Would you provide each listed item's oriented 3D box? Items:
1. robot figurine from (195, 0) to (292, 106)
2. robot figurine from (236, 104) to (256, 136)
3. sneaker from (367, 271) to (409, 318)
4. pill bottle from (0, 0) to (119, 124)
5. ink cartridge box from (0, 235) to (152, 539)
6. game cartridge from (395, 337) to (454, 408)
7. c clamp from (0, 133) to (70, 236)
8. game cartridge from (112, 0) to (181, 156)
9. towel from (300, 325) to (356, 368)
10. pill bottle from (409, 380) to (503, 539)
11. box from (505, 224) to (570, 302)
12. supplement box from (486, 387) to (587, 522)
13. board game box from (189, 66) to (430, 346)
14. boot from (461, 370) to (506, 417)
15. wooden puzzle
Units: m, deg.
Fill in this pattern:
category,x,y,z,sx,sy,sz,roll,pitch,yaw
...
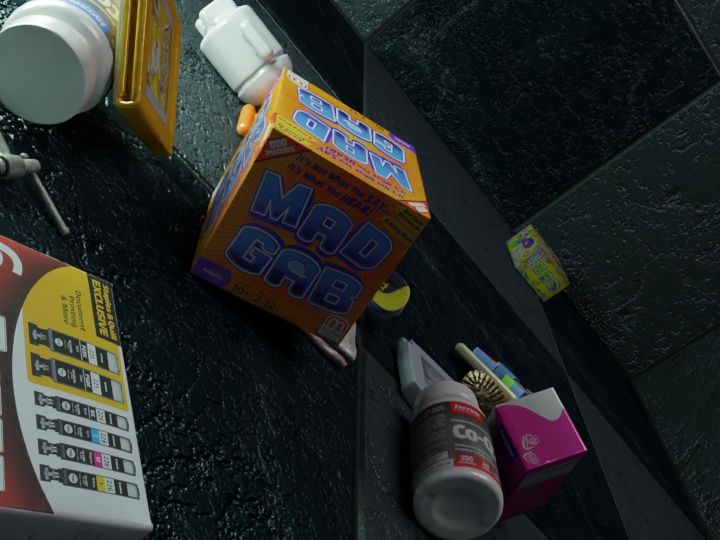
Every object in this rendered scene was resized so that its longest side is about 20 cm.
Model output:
category,x,y,z,sx,sy,sz,roll,pitch,yaw
robot figurine,-0.194,-0.367,1.308,0.201,0.113,0.169,51,-16,-11
robot figurine,-0.119,-0.225,1.243,0.201,0.142,0.118,-81,154,-65
sneaker,0.000,0.000,1.215,0.201,0.073,0.083,52,-12,21
pill bottle,-0.303,-0.231,0.796,0.114,0.113,0.201,45,20,-24
ink cartridge box,-0.210,0.091,0.503,0.175,0.083,0.202,33,28,-50
game cartridge,0.128,0.209,1.222,0.200,0.041,0.134,45,24,-27
c clamp,-0.339,-0.105,0.618,0.172,0.027,0.200,58,18,9
game cartridge,-0.234,-0.238,0.862,0.200,0.032,0.180,106,-13,-84
towel,-0.071,0.017,1.068,0.191,0.032,0.201,48,18,-20
pill bottle,0.121,0.244,1.016,0.114,0.113,0.201,47,20,-21
box,0.653,-0.028,2.825,0.193,0.121,0.201,45,20,-22
supplement box,0.230,0.270,1.099,0.201,0.102,0.102,102,-29,-51
board game box,-0.060,-0.079,0.916,0.198,0.201,0.201,27,27,-17
boot,0.247,0.273,1.372,0.202,0.074,0.107,59,6,16
wooden puzzle,0.286,0.223,1.475,0.185,0.046,0.200,45,2,43
